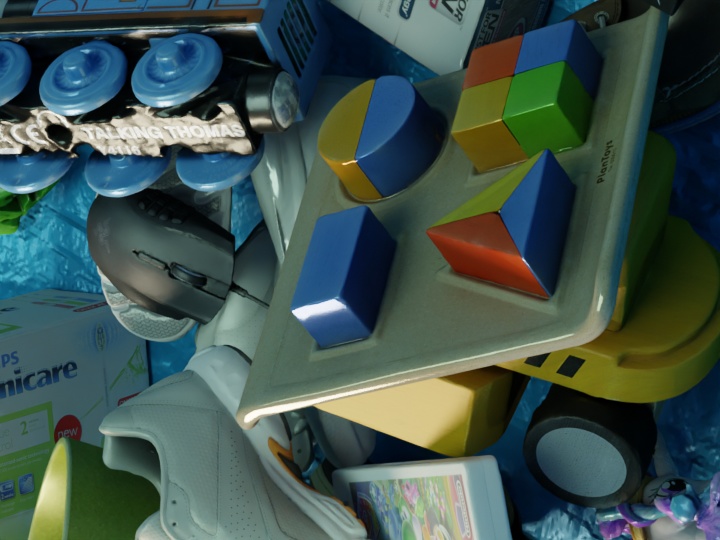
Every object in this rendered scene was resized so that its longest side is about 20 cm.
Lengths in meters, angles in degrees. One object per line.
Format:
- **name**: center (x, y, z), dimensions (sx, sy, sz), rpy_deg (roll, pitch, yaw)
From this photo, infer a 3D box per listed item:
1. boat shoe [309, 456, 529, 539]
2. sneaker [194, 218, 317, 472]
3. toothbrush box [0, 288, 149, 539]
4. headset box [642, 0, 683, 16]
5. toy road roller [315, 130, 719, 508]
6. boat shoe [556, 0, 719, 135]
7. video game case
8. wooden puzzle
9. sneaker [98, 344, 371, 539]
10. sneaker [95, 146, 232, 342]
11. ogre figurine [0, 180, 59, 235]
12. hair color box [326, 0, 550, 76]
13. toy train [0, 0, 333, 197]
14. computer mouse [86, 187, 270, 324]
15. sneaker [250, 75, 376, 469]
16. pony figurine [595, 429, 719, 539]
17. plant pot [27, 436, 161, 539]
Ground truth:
- **boat shoe**: center (0.054, 0.133, 1.316), dimensions (0.201, 0.072, 0.066), rpy_deg (34, 97, 45)
- **sneaker**: center (-0.053, 0.064, 1.399), dimensions (0.080, 0.070, 0.201), rpy_deg (20, 112, 11)
- **toothbrush box**: center (-0.194, 0.123, 1.476), dimensions (0.086, 0.145, 0.201), rpy_deg (5, 103, 41)
- **headset box**: center (0.103, -0.224, 1.055), dimensions (0.148, 0.077, 0.200), rpy_deg (29, 141, 11)
- **toy road roller**: center (0.070, 0.000, 1.175), dimensions (0.199, 0.123, 0.146), rpy_deg (17, 135, 14)
- **boat shoe**: center (0.113, -0.087, 1.198), dimensions (0.200, 0.072, 0.073), rpy_deg (-36, 76, 41)
- **video game case**: center (0.034, 0.160, 1.209), dimensions (0.200, 0.018, 0.144), rpy_deg (162, 97, -72)
- **wooden puzzle**: center (0.034, -0.032, 1.115), dimensions (0.199, 0.186, 0.046), rpy_deg (-19, 130, 34)
- **sneaker**: center (-0.055, 0.134, 1.251), dimensions (0.200, 0.092, 0.076), rpy_deg (53, 152, 25)
- **sneaker**: center (-0.090, -0.062, 1.367), dimensions (0.074, 0.082, 0.201), rpy_deg (3, 86, 17)
- **ogre figurine**: center (-0.209, -0.106, 1.465), dimensions (0.098, 0.200, 0.120), rpy_deg (-20, 72, -1)
- **hair color box**: center (0.008, -0.184, 1.275), dimensions (0.200, 0.060, 0.100), rpy_deg (37, 123, 30)
- **toy train**: center (-0.114, -0.100, 1.280), dimensions (0.199, 0.115, 0.087), rpy_deg (0, 138, 25)
- **computer mouse**: center (-0.061, 0.016, 1.280), dimensions (0.199, 0.034, 0.059), rpy_deg (28, 108, 24)
- **sneaker**: center (0.000, 0.000, 1.321), dimensions (0.075, 0.088, 0.201), rpy_deg (-151, 51, -75)
- **pony figurine**: center (0.182, 0.161, 1.167), dimensions (0.199, 0.166, 0.194), rpy_deg (-6, 69, 43)
- **plant pot**: center (-0.073, 0.195, 1.343), dimensions (0.187, 0.199, 0.188), rpy_deg (-170, 90, -78)
